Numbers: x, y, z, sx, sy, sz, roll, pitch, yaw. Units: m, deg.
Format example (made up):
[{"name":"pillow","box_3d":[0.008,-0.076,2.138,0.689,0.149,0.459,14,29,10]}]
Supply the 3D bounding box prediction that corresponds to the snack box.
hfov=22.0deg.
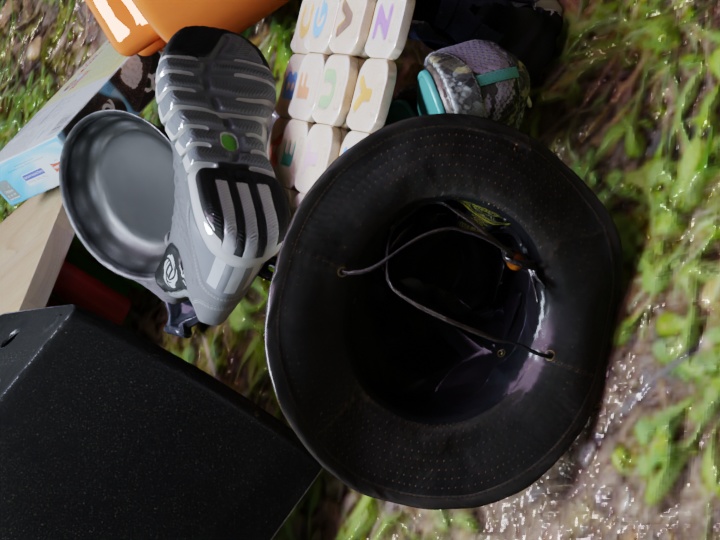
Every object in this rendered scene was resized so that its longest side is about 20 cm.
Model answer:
[{"name":"snack box","box_3d":[-0.178,-0.135,1.339,0.116,0.037,0.200,-16,31,52]}]

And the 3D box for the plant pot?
[{"name":"plant pot","box_3d":[-0.178,0.131,1.124,0.200,0.177,0.200,-53,23,-23]}]

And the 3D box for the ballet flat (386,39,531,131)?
[{"name":"ballet flat","box_3d":[0.058,-0.083,1.036,0.200,0.072,0.072,139,142,-80]}]

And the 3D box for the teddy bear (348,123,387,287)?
[{"name":"teddy bear","box_3d":[0.000,0.000,1.081,0.145,0.066,0.201,129,140,-62]}]

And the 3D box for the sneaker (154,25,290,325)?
[{"name":"sneaker","box_3d":[-0.097,-0.050,1.106,0.201,0.075,0.116,-99,26,-45]}]

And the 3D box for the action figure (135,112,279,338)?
[{"name":"action figure","box_3d":[-0.116,-0.065,1.260,0.193,0.104,0.201,-14,69,41]}]

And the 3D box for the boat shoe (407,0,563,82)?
[{"name":"boat shoe","box_3d":[0.035,-0.179,1.091,0.200,0.092,0.075,44,114,52]}]

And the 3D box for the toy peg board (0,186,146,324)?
[{"name":"toy peg board","box_3d":[-0.243,0.054,1.357,0.200,0.098,0.200,-33,33,45]}]

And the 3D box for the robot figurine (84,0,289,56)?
[{"name":"robot figurine","box_3d":[-0.091,-0.220,1.238,0.199,0.144,0.117,-32,51,13]}]

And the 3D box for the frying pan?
[{"name":"frying pan","box_3d":[-0.115,-0.049,1.172,0.189,0.031,0.116,1,110,33]}]

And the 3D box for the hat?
[{"name":"hat","box_3d":[0.037,0.019,0.967,0.081,0.200,0.202,-157,83,-78]}]

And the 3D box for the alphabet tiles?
[{"name":"alphabet tiles","box_3d":[-0.019,-0.103,1.050,0.196,0.015,0.201,-155,78,-71]}]
